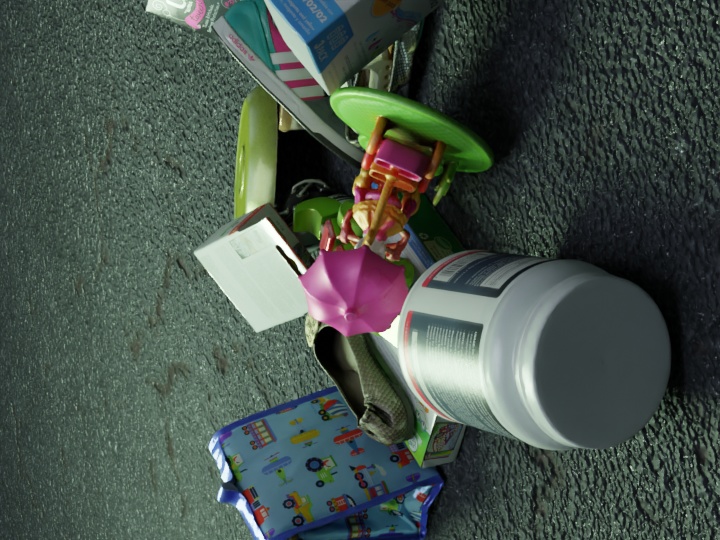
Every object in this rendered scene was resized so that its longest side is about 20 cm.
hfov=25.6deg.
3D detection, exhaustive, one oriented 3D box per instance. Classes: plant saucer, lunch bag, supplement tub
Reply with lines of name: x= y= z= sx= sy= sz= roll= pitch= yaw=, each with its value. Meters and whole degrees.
plant saucer: x=-0.114 y=-0.105 z=1.698 sx=0.200 sy=0.031 sz=0.203 roll=-178 pitch=90 yaw=-81
lunch bag: x=-0.044 y=0.196 z=1.536 sx=0.151 sy=0.198 sz=0.095 roll=57 pitch=145 yaw=39
supplement tub: x=0.128 y=0.059 z=1.208 sx=0.199 sy=0.139 sz=0.142 roll=9 pitch=106 yaw=63

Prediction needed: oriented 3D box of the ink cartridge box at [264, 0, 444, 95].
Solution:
ink cartridge box: x=0.024 y=-0.244 z=1.266 sx=0.068 sy=0.199 sz=0.115 roll=49 pitch=178 yaw=16

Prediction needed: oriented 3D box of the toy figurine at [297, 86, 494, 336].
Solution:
toy figurine: x=0.009 y=-0.034 z=1.347 sx=0.200 sy=0.149 sz=0.186 roll=127 pitch=165 yaw=-80

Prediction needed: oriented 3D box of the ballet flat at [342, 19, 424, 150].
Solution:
ballet flat: x=0.017 y=-0.197 z=1.435 sx=0.072 sy=0.071 sz=0.202 roll=48 pitch=139 yaw=48

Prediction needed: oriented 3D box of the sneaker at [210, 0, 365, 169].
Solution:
sneaker: x=-0.034 y=-0.204 z=1.526 sx=0.200 sy=0.121 sz=0.084 roll=44 pitch=-174 yaw=-10

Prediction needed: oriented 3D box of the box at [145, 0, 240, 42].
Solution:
box: x=-0.128 y=-0.346 z=1.576 sx=0.201 sy=0.114 sz=0.133 roll=120 pitch=170 yaw=-52

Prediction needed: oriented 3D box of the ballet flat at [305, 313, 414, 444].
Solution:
ballet flat: x=-0.012 y=0.096 z=1.519 sx=0.200 sy=0.046 sz=0.068 roll=54 pitch=143 yaw=43

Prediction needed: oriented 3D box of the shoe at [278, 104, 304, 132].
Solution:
shoe: x=-0.055 y=-0.240 z=1.596 sx=0.070 sy=0.053 sz=0.203 roll=-88 pitch=0 yaw=-76

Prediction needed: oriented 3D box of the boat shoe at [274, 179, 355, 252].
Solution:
boat shoe: x=-0.055 y=-0.058 z=1.623 sx=0.200 sy=0.070 sz=0.064 roll=158 pitch=101 yaw=-66

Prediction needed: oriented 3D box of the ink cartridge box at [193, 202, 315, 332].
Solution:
ink cartridge box: x=-0.086 y=-0.007 z=1.578 sx=0.109 sy=0.050 sz=0.200 roll=52 pitch=154 yaw=-9

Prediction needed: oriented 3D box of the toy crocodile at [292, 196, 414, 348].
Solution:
toy crocodile: x=0.000 y=0.000 z=1.447 sx=0.201 sy=0.061 sz=0.068 roll=58 pitch=146 yaw=38

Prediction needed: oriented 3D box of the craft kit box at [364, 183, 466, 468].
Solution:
craft kit box: x=0.049 y=0.044 z=1.478 sx=0.201 sy=0.048 sz=0.199 roll=57 pitch=143 yaw=41
